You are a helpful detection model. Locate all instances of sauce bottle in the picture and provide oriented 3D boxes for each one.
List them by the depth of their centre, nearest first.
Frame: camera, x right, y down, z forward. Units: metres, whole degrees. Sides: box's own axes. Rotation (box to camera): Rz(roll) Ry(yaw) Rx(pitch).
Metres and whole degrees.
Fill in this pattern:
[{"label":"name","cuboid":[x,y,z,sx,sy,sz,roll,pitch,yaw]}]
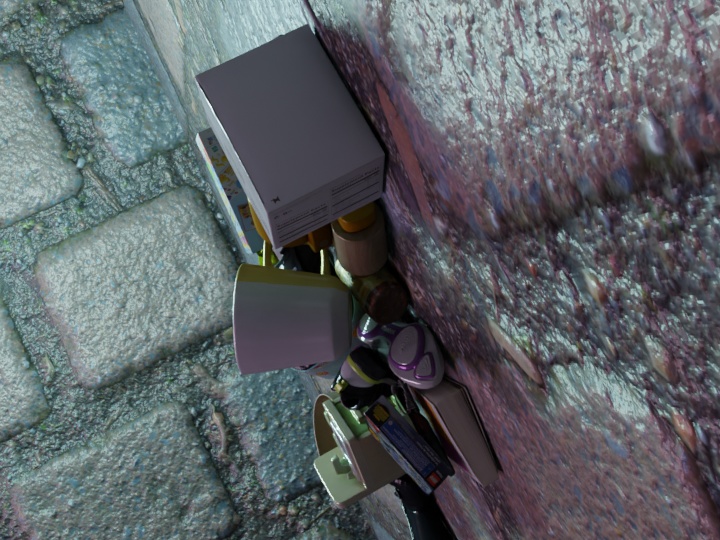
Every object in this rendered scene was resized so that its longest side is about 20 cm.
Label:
[{"label":"sauce bottle","cuboid":[0.000,0.000,1.296,0.200,0.065,0.067,50,162,51]}]

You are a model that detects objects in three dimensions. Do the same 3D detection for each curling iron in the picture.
[{"label":"curling iron","cuboid":[0.088,0.227,1.267,0.201,0.025,0.050,61,-174,-36]}]

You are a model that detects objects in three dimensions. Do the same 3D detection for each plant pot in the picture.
[{"label":"plant pot","cuboid":[0.008,0.319,1.720,0.200,0.133,0.203,-141,46,-56]}]

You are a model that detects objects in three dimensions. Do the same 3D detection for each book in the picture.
[{"label":"book","cuboid":[0.120,0.213,1.265,0.135,0.048,0.200,64,170,-10]}]

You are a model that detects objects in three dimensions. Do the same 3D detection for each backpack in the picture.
[{"label":"backpack","cuboid":[-0.058,0.067,1.408,0.153,0.176,0.201,33,-164,-46]}]

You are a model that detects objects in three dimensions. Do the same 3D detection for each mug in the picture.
[{"label":"mug","cuboid":[-0.089,0.047,1.240,0.149,0.150,0.190,-60,-30,-83]}]

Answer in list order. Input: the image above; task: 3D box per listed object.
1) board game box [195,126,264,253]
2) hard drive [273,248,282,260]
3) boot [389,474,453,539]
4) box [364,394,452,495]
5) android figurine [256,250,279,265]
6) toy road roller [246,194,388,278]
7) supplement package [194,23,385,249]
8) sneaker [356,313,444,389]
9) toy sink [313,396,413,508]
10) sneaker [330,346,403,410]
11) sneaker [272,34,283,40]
[{"label":"board game box","cuboid":[-0.173,-0.139,1.437,0.202,0.104,0.103,66,169,-6]},{"label":"hard drive","cuboid":[-0.137,-0.084,1.615,0.133,0.025,0.200,59,-167,-17]},{"label":"boot","cuboid":[0.110,0.459,1.753,0.201,0.076,0.170,-120,7,-52]},{"label":"box","cuboid":[0.066,0.253,1.287,0.137,0.040,0.200,47,171,14]},{"label":"android figurine","cuboid":[-0.137,-0.008,1.620,0.183,0.041,0.201,53,-163,-36]},{"label":"toy road roller","cuboid":[-0.063,-0.073,1.216,0.201,0.144,0.124,57,167,33]},{"label":"supplement package","cuboid":[-0.083,-0.161,1.089,0.202,0.154,0.111,61,170,17]},{"label":"sneaker","cuboid":[0.072,0.114,1.256,0.100,0.075,0.200,44,178,-30]},{"label":"toy sink","cuboid":[0.013,0.266,1.472,0.130,0.198,0.113,46,159,59]},{"label":"sneaker","cuboid":[0.001,0.159,1.298,0.072,0.083,0.200,44,-179,21]},{"label":"sneaker","cuboid":[-0.126,-0.218,1.252,0.084,0.119,0.202,53,164,43]}]
